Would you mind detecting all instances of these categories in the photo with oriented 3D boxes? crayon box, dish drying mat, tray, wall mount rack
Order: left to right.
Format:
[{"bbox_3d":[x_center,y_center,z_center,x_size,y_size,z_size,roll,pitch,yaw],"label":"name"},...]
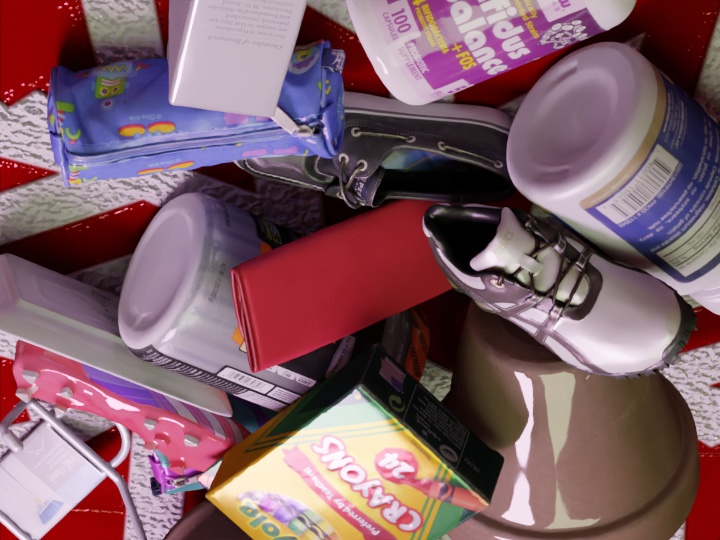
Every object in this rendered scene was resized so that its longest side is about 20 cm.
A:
[{"bbox_3d":[-0.237,0.196,1.767,0.174,0.075,0.200,43,124,-7],"label":"wall mount rack"},{"bbox_3d":[-0.181,0.039,1.616,0.199,0.107,0.022,23,108,-28],"label":"tray"},{"bbox_3d":[-0.015,0.151,1.577,0.127,0.051,0.200,42,127,-14],"label":"crayon box"},{"bbox_3d":[0.000,0.000,1.549,0.199,0.018,0.077,-23,114,-31],"label":"dish drying mat"}]

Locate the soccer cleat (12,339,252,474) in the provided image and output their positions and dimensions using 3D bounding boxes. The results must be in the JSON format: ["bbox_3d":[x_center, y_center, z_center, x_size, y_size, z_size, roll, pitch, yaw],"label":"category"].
[{"bbox_3d":[-0.154,0.087,1.651,0.199,0.077,0.067,23,148,-6],"label":"soccer cleat"}]

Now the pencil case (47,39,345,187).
[{"bbox_3d":[-0.104,-0.101,1.472,0.199,0.087,0.078,-6,117,3],"label":"pencil case"}]

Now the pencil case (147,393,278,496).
[{"bbox_3d":[-0.063,0.124,1.723,0.199,0.093,0.085,-4,137,-2],"label":"pencil case"}]

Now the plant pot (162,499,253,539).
[{"bbox_3d":[-0.078,0.271,1.738,0.199,0.201,0.175,-5,180,1],"label":"plant pot"}]

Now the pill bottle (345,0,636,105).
[{"bbox_3d":[0.098,-0.184,1.381,0.199,0.113,0.112,-22,135,18],"label":"pill bottle"}]

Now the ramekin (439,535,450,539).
[{"bbox_3d":[0.106,0.212,1.831,0.199,0.098,0.201,-3,138,-3],"label":"ramekin"}]

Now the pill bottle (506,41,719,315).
[{"bbox_3d":[0.203,-0.053,1.530,0.119,0.120,0.200,-33,131,28],"label":"pill bottle"}]

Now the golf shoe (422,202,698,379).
[{"bbox_3d":[0.121,0.010,1.489,0.199,0.078,0.094,21,171,33],"label":"golf shoe"}]

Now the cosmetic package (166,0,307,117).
[{"bbox_3d":[-0.065,-0.198,1.360,0.074,0.102,0.200,6,138,-11],"label":"cosmetic package"}]

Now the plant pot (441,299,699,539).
[{"bbox_3d":[0.137,0.089,1.622,0.199,0.201,0.175,-8,133,3],"label":"plant pot"}]

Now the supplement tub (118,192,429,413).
[{"bbox_3d":[-0.058,0.034,1.601,0.199,0.123,0.123,22,132,-28],"label":"supplement tub"}]

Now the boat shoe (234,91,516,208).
[{"bbox_3d":[0.011,-0.071,1.532,0.199,0.066,0.070,3,138,-9],"label":"boat shoe"}]
